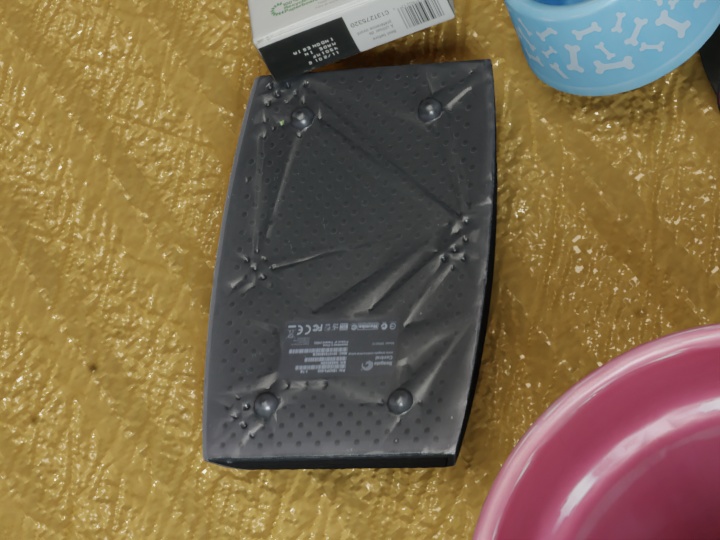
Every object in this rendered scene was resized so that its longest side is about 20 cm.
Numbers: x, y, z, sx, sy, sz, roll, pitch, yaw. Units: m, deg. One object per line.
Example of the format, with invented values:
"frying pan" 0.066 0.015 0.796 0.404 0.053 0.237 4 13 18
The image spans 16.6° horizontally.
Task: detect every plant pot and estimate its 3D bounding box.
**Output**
"plant pot" 0.157 0.142 0.909 0.199 0.179 0.201 -9 62 17

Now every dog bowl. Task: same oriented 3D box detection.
"dog bowl" 0.128 -0.180 1.162 0.111 0.050 0.201 1 59 37

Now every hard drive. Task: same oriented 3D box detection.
"hard drive" 0.000 0.000 1.147 0.134 0.042 0.201 -3 64 19

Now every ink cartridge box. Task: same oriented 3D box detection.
"ink cartridge box" -0.014 -0.184 1.232 0.094 0.037 0.200 -19 47 11

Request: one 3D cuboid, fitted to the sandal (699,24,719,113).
"sandal" 0.195 -0.069 1.106 0.075 0.045 0.201 -15 61 15
